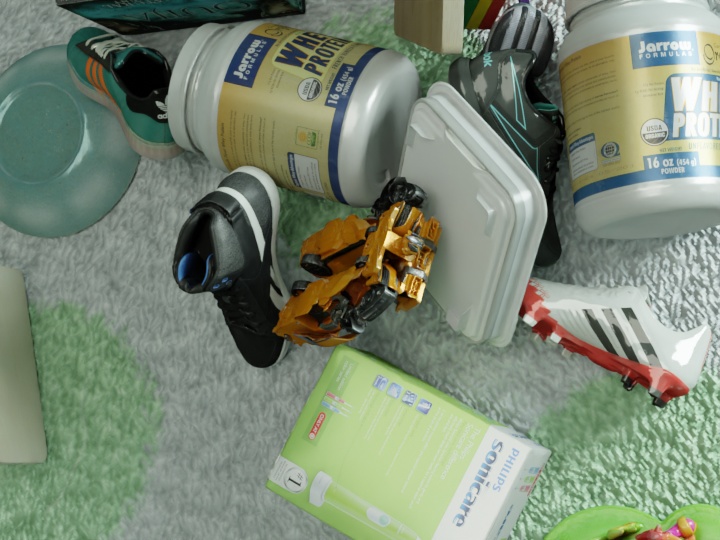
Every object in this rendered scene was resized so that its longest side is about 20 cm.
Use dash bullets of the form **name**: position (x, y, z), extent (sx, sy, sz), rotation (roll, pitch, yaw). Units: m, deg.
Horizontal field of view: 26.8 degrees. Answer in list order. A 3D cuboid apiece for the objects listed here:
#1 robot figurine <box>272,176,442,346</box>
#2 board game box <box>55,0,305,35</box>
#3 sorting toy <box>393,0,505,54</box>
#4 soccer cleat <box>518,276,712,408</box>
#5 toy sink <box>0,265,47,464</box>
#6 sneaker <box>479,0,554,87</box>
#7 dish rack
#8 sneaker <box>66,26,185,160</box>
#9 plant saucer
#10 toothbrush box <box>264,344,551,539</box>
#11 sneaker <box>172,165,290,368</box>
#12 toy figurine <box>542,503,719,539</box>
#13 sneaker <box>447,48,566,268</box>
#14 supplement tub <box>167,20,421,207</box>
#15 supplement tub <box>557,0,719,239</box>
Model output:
- **robot figurine**: position (0.000, 0.000, 1.294), extent (0.200, 0.058, 0.145), rotation (-20, 47, 56)
- **board game box**: position (-0.168, -0.259, 1.431), extent (0.200, 0.135, 0.028), rotation (-3, 85, 20)
- **sorting toy**: position (0.083, -0.294, 1.294), extent (0.069, 0.199, 0.200), rotation (-1, 104, -10)
- **soccer cleat**: position (0.205, 0.039, 1.298), extent (0.200, 0.069, 0.085), rotation (30, 79, 21)
- **toy sink**: position (-0.395, 0.099, 1.466), extent (0.112, 0.130, 0.200), rotation (-14, 79, 17)
- **sneaker**: position (0.124, -0.147, 1.359), extent (0.074, 0.088, 0.200), rotation (21, 112, -5)
- **dish rack**: position (0.078, -0.041, 1.279), extent (0.043, 0.200, 0.172), rotation (-19, 53, -26)
- **sneaker**: position (-0.222, -0.192, 1.446), extent (0.200, 0.071, 0.080), rotation (46, 143, 36)
- **plant saucer**: position (-0.316, -0.135, 1.518), extent (0.201, 0.039, 0.201), rotation (-3, 81, 19)
- **toothbrush box**: position (0.042, 0.174, 1.322), extent (0.200, 0.086, 0.146), rotation (27, 91, 22)
- **sneaker**: position (-0.122, 0.016, 1.346), extent (0.073, 0.112, 0.200), rotation (12, 121, 29)
- **toy figurine**: position (0.209, 0.253, 1.199), extent (0.200, 0.184, 0.150), rotation (-27, 75, 14)
- **sneaker**: position (0.141, -0.095, 1.287), extent (0.079, 0.075, 0.200), rotation (-17, 110, 17)
- **supplement tub**: position (-0.060, -0.146, 1.371), extent (0.200, 0.144, 0.145), rotation (15, 88, 21)
- **supplement tub**: position (0.242, -0.136, 1.262), extent (0.144, 0.145, 0.200), rotation (-8, 80, 18)
